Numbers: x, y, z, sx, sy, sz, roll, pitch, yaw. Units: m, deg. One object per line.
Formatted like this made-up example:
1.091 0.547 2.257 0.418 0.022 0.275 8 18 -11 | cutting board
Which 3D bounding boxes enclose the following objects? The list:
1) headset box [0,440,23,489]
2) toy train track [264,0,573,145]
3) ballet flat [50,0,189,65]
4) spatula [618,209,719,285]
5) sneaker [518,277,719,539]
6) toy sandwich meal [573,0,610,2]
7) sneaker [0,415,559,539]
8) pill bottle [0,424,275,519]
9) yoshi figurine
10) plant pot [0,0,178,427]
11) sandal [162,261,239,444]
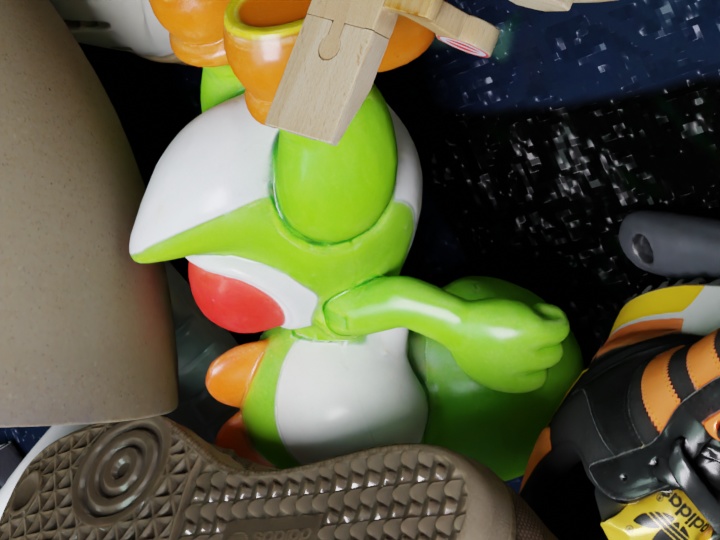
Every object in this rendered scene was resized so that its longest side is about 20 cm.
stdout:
-0.141 0.189 1.040 0.200 0.093 0.174 47 138 10 | headset box
-0.016 -0.093 0.691 0.200 0.033 0.115 19 87 40 | toy train track
-0.094 -0.097 0.848 0.200 0.063 0.069 18 125 34 | ballet flat
0.148 0.000 0.714 0.200 0.021 0.057 7 120 41 | spatula
0.105 0.043 0.694 0.070 0.090 0.200 44 157 -10 | sneaker
0.043 -0.158 0.686 0.205 0.070 0.205 20 127 29 | toy sandwich meal
-0.023 0.089 0.761 0.200 0.070 0.076 0 147 46 | sneaker
-0.026 0.127 0.862 0.200 0.109 0.109 35 134 8 | pill bottle
0.011 -0.007 0.780 0.112 0.112 0.200 3 126 23 | yoshi figurine
-0.151 -0.030 0.786 0.200 0.200 0.135 3 92 42 | plant pot
-0.078 0.012 0.911 0.082 0.050 0.203 -17 114 31 | sandal
